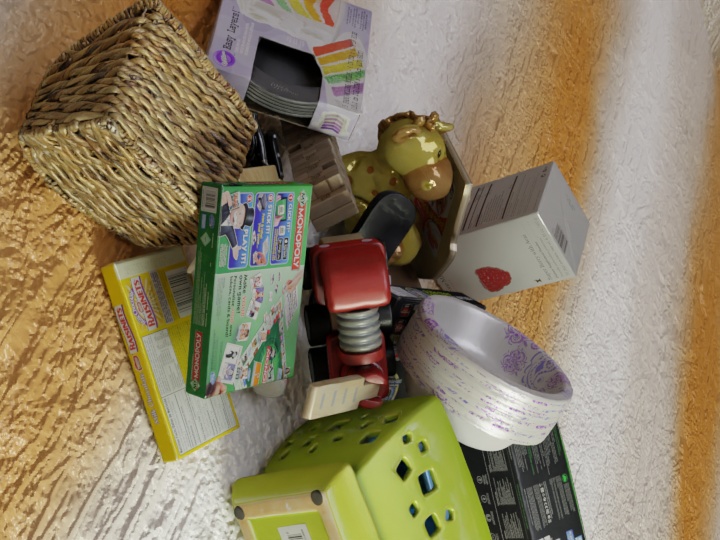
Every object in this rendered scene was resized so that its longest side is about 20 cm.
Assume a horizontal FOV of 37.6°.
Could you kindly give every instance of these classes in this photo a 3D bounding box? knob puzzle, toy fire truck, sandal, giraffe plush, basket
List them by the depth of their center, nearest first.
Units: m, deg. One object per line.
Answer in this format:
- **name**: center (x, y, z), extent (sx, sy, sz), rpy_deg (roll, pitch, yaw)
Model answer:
- **basket**: center (-0.212, -0.132, 1.007), extent (0.200, 0.142, 0.150), rpy_deg (48, 47, -49)
- **toy fire truck**: center (-0.015, 0.068, 1.094), extent (0.200, 0.128, 0.177), rpy_deg (-131, -145, -72)
- **sandal**: center (0.000, -0.001, 1.246), extent (0.076, 0.043, 0.201), rpy_deg (21, 101, -27)
- **giraffe plush**: center (0.047, -0.121, 1.313), extent (0.200, 0.162, 0.173), rpy_deg (47, 28, -20)
- **knob puzzle**: center (0.104, -0.076, 1.403), extent (0.030, 0.220, 0.221), rpy_deg (3, 71, -16)

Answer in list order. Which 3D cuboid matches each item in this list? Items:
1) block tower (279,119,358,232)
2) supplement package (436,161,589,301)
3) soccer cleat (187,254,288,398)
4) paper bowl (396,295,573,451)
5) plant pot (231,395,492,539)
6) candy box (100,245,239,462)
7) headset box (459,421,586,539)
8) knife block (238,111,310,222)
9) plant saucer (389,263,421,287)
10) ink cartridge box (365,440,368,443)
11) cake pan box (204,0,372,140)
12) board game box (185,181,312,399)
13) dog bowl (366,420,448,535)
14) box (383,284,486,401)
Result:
- **block tower**: center (-0.052, -0.132, 1.225), extent (0.201, 0.057, 0.054), rpy_deg (-109, 172, -50)
- **supplement package**: center (0.200, -0.048, 1.485), extent (0.122, 0.199, 0.120), rpy_deg (53, 40, -26)
- **soccer cleat**: center (-0.128, 0.058, 1.094), extent (0.085, 0.068, 0.201), rpy_deg (-57, 138, -54)
- **paper bowl**: center (0.130, 0.124, 1.193), extent (0.200, 0.105, 0.201), rpy_deg (29, 17, -10)
- **plant pot**: center (-0.006, 0.262, 1.100), extent (0.181, 0.198, 0.201), rpy_deg (-24, 95, -49)
- **candy box**: center (-0.189, 0.081, 1.062), extent (0.102, 0.026, 0.201), rpy_deg (-19, 93, -54)
- **headset box**: center (0.164, 0.286, 1.319), extent (0.092, 0.199, 0.175), rpy_deg (-10, 84, -39)
- **knife block**: center (-0.137, -0.074, 1.161), extent (0.176, 0.064, 0.201), rpy_deg (44, 45, -34)
- **plant saucer**: center (0.027, 0.045, 1.366), extent (0.200, 0.029, 0.202), rpy_deg (24, 58, -46)
- **ink cartridge box**: center (0.031, 0.291, 1.263), extent (0.095, 0.037, 0.201), rpy_deg (-27, 96, -59)
- **cake pan box**: center (-0.083, -0.252, 1.222), extent (0.183, 0.052, 0.201), rpy_deg (16, 50, -10)
- **board game box**: center (-0.107, 0.015, 1.028), extent (0.134, 0.029, 0.202), rpy_deg (-7, 105, -55)
- **dog bowl**: center (0.066, 0.261, 1.205), extent (0.049, 0.111, 0.201), rpy_deg (-17, 90, -45)
- **box**: center (0.062, 0.103, 1.305), extent (0.199, 0.044, 0.161), rpy_deg (8, 106, -52)
